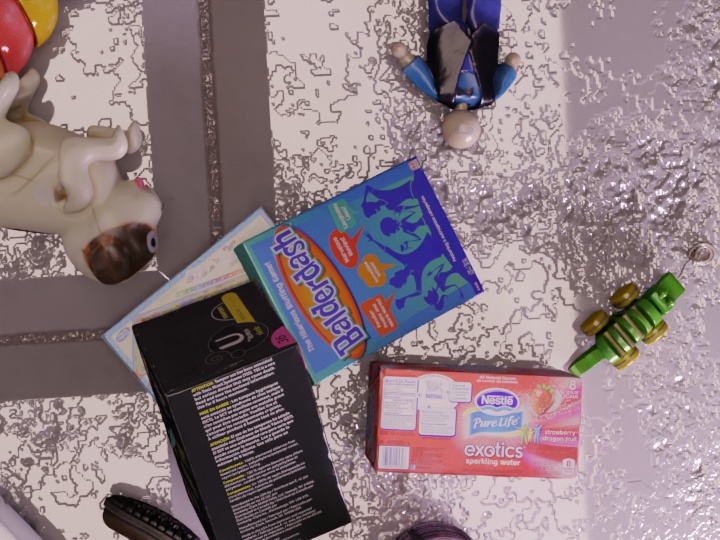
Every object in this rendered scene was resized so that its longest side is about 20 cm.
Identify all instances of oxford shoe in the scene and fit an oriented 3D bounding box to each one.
[{"bbox_3d":[-0.179,0.295,1.289,0.200,0.073,0.084,40,89,-5],"label":"oxford shoe"}]

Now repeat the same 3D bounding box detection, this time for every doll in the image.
[{"bbox_3d":[0.097,-0.222,1.317,0.136,0.048,0.201,-2,98,-15],"label":"doll"}]

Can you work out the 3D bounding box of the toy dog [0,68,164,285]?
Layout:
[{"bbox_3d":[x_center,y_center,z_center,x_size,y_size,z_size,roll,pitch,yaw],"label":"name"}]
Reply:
[{"bbox_3d":[-0.277,-0.068,1.240,0.200,0.140,0.194,34,88,-7],"label":"toy dog"}]

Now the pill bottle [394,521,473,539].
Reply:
[{"bbox_3d":[0.082,0.307,1.250,0.106,0.200,0.107,0,91,-5],"label":"pill bottle"}]

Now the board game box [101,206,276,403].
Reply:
[{"bbox_3d":[-0.134,0.051,1.307,0.200,0.034,0.135,-39,94,-4],"label":"board game box"}]

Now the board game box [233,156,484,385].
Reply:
[{"bbox_3d":[0.000,0.000,1.289,0.200,0.045,0.152,-28,91,-18],"label":"board game box"}]

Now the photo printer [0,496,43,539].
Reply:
[{"bbox_3d":[-0.390,0.289,1.268,0.166,0.069,0.200,-43,95,-3],"label":"photo printer"}]

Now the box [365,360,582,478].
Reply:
[{"bbox_3d":[0.108,0.144,1.302,0.199,0.095,0.103,2,91,-6],"label":"box"}]

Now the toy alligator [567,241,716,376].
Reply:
[{"bbox_3d":[0.290,0.039,1.339,0.200,0.054,0.059,-41,95,-4],"label":"toy alligator"}]

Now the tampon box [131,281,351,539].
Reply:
[{"bbox_3d":[-0.109,0.140,1.216,0.126,0.150,0.201,-21,118,-13],"label":"tampon box"}]

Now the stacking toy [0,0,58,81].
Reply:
[{"bbox_3d":[-0.337,-0.244,1.251,0.200,0.146,0.146,-39,95,-22],"label":"stacking toy"}]
